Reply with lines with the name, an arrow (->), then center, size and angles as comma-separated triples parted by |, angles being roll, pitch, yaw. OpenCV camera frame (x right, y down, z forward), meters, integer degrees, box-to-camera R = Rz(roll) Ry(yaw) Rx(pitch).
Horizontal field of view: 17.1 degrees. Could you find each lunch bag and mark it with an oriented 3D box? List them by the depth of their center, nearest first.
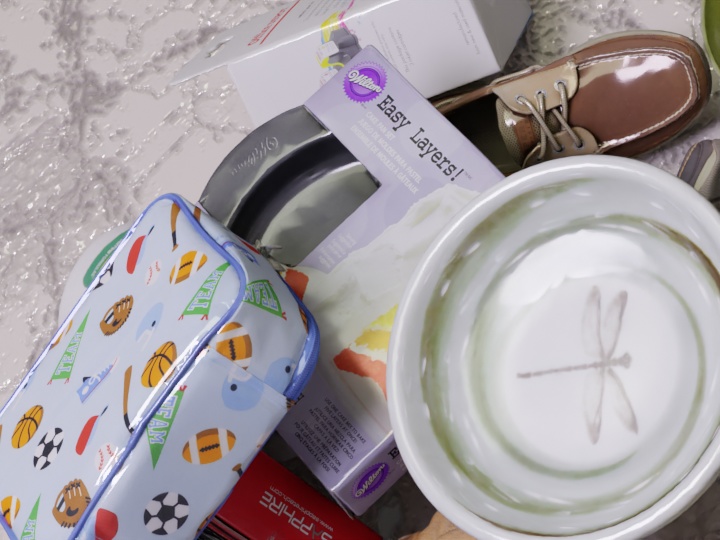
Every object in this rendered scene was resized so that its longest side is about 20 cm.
lunch bag -> -0.110, 0.061, 1.224 | 0.200, 0.075, 0.160 | -52, 32, 4

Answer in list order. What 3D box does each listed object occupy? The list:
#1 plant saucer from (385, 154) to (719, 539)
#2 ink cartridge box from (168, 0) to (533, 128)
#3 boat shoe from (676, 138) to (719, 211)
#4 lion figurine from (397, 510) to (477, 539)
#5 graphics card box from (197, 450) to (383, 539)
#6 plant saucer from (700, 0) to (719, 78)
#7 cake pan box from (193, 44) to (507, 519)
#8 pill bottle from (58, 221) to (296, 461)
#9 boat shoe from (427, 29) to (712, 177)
plant saucer -> 0.109, 0.045, 1.177 | 0.199, 0.050, 0.201 | -10, 69, 26
ink cartridge box -> -0.005, -0.134, 1.461 | 0.199, 0.068, 0.115 | -19, 16, 22
boat shoe -> 0.152, 0.020, 1.270 | 0.073, 0.074, 0.201 | 9, 70, 37
lion figurine -> 0.068, 0.152, 1.233 | 0.123, 0.073, 0.200 | -46, 5, -33
graphics card box -> -0.091, 0.117, 1.328 | 0.200, 0.125, 0.051 | 13, 70, 54
plant saucer -> 0.289, -0.151, 1.333 | 0.199, 0.031, 0.201 | -13, 54, 19
cake pan box -> 0.000, 0.000, 1.291 | 0.184, 0.052, 0.200 | -40, 61, -3
pill bottle -> -0.072, 0.046, 1.397 | 0.199, 0.113, 0.113 | 17, 72, 38
boat shoe -> 0.107, -0.083, 1.375 | 0.199, 0.072, 0.076 | -18, 99, 31
